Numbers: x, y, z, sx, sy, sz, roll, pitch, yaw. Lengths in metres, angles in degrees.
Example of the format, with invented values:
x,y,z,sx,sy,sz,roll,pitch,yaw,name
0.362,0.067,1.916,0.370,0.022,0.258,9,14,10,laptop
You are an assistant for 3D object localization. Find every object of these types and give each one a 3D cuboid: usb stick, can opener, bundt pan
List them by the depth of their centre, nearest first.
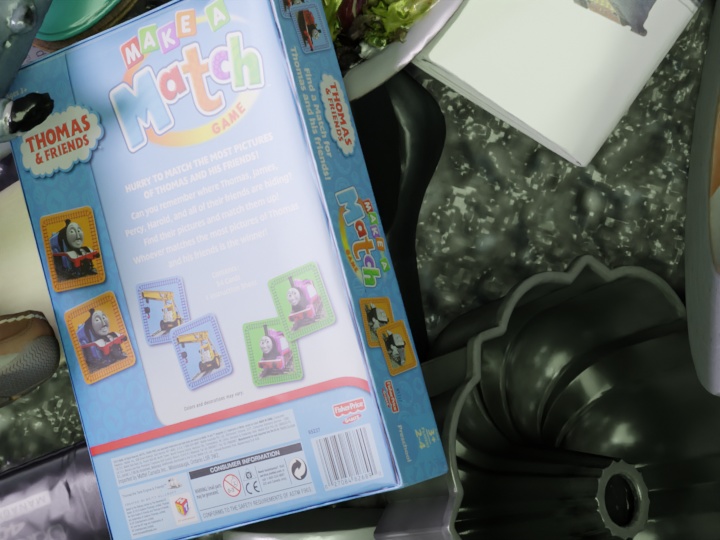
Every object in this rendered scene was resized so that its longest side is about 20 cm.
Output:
x,y,z,sx,sy,sz,roll,pitch,yaw,name
0.083,0.098,1.034,0.202,0.076,0.202,10,75,-41,bundt pan
-0.145,0.112,1.059,0.200,0.033,0.056,-22,85,24,usb stick
0.000,0.000,1.059,0.063,0.079,0.200,13,116,37,can opener

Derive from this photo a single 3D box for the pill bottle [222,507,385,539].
x,y,z,sx,sy,sz,roll,pitch,yaw,name
-0.013,0.206,1.067,0.112,0.112,0.201,-3,91,-1,pill bottle

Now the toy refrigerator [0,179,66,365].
x,y,z,sx,sy,sz,roll,pitch,yaw,name
-0.145,0.008,1.060,0.200,0.070,0.076,-32,91,4,toy refrigerator

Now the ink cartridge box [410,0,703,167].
x,y,z,sx,sy,sz,roll,pitch,yaw,name
0.104,-0.151,0.998,0.084,0.145,0.200,34,97,-8,ink cartridge box

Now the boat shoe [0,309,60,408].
x,y,z,sx,sy,sz,roll,pitch,yaw,name
-0.222,0.034,0.995,0.199,0.076,0.072,-10,78,-1,boat shoe

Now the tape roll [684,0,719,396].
x,y,z,sx,sy,sz,roll,pitch,yaw,name
0.179,-0.047,0.977,0.066,0.200,0.201,5,99,-4,tape roll

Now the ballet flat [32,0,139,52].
x,y,z,sx,sy,sz,roll,pitch,yaw,name
-0.087,-0.184,1.026,0.068,0.072,0.200,20,98,7,ballet flat

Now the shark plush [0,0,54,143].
x,y,z,sx,sy,sz,roll,pitch,yaw,name
-0.147,-0.062,0.963,0.200,0.083,0.091,-49,137,-16,shark plush

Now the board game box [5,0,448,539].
x,y,z,sx,sy,sz,roll,pitch,yaw,name
-0.058,-0.001,0.960,0.151,0.037,0.200,-17,87,37,board game box

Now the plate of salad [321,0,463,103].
x,y,z,sx,sy,sz,roll,pitch,yaw,name
-0.012,-0.158,0.981,0.048,0.200,0.200,23,100,-42,plate of salad

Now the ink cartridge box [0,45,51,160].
x,y,z,sx,sy,sz,roll,pitch,yaw,name
-0.232,-0.116,1.023,0.200,0.047,0.198,-24,89,-24,ink cartridge box
